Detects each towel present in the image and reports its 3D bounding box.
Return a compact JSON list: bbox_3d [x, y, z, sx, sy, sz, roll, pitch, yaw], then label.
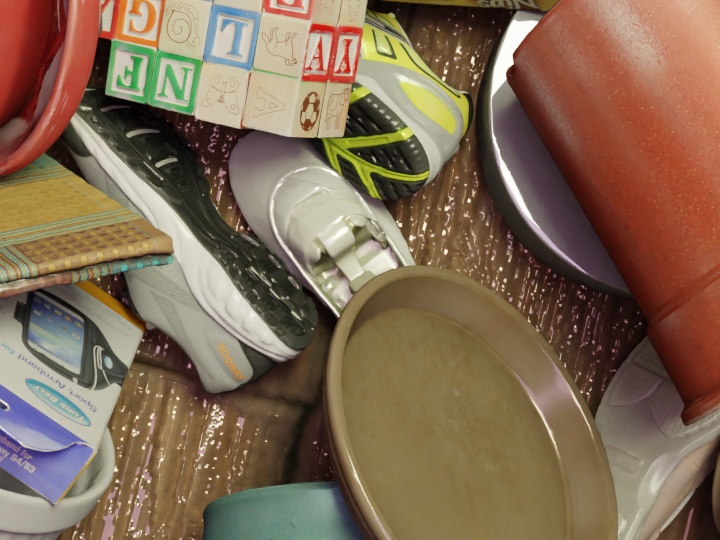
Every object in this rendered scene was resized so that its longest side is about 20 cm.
[{"bbox_3d":[-0.199,-0.025,0.800,0.146,0.200,0.022,-13,115,-31],"label":"towel"}]

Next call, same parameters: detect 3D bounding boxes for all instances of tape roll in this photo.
[{"bbox_3d":[0.166,-0.084,0.899,0.199,0.066,0.202,0,88,-3],"label":"tape roll"}]

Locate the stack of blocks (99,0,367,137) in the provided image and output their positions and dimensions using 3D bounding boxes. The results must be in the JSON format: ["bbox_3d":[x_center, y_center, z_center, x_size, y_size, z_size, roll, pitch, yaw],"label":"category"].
[{"bbox_3d":[-0.098,-0.145,0.845,0.199,0.058,0.116,16,102,25],"label":"stack of blocks"}]

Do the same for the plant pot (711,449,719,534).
[{"bbox_3d":[0.253,0.112,0.860,0.092,0.201,0.202,20,86,39],"label":"plant pot"}]

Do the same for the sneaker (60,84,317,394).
[{"bbox_3d":[-0.113,-0.018,0.881,0.079,0.074,0.200,-41,81,25],"label":"sneaker"}]

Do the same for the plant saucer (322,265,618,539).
[{"bbox_3d":[0.054,0.092,0.814,0.029,0.200,0.201,-34,89,39],"label":"plant saucer"}]

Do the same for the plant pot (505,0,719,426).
[{"bbox_3d":[0.184,-0.062,0.780,0.200,0.201,0.196,-33,81,-4],"label":"plant pot"}]

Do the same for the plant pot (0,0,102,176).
[{"bbox_3d":[-0.240,-0.137,0.776,0.182,0.200,0.202,-3,87,-43],"label":"plant pot"}]

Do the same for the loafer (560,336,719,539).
[{"bbox_3d":[0.165,0.100,0.901,0.072,0.063,0.200,33,82,32],"label":"loafer"}]

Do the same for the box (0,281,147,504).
[{"bbox_3d":[-0.177,0.039,0.802,0.119,0.200,0.042,36,106,-10],"label":"box"}]

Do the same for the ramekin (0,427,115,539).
[{"bbox_3d":[-0.234,0.084,0.810,0.200,0.200,0.105,39,103,-1],"label":"ramekin"}]

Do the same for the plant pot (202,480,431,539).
[{"bbox_3d":[-0.012,0.210,0.824,0.199,0.200,0.189,-2,72,-3],"label":"plant pot"}]

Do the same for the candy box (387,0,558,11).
[{"bbox_3d":[0.073,-0.245,0.873,0.116,0.056,0.201,7,76,25],"label":"candy box"}]

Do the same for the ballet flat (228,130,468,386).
[{"bbox_3d":[0.000,0.000,0.887,0.069,0.069,0.200,-36,89,-4],"label":"ballet flat"}]

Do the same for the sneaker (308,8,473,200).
[{"bbox_3d":[-0.023,-0.124,0.899,0.200,0.075,0.076,46,49,8],"label":"sneaker"}]
